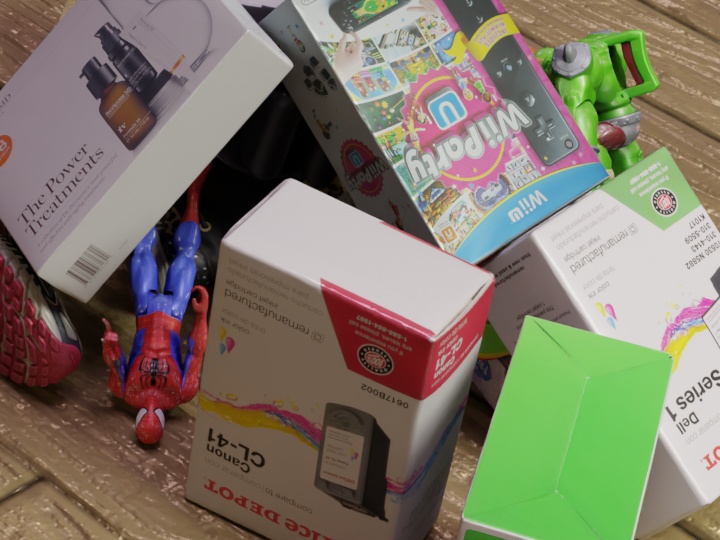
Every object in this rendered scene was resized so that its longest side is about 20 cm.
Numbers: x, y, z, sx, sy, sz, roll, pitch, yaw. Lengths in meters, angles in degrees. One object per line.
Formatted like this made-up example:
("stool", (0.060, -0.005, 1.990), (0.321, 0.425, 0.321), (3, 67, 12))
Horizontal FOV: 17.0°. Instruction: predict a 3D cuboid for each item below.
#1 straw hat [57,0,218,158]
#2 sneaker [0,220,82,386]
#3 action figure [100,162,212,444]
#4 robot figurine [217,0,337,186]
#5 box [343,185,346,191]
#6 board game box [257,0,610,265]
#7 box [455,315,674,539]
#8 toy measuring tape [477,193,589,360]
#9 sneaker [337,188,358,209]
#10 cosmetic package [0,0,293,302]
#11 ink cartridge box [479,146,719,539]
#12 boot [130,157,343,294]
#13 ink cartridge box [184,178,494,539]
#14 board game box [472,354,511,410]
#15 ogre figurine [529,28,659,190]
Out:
("straw hat", (-0.129, -0.147, 1.792), (0.200, 0.202, 0.085), (30, -4, 25))
("sneaker", (-0.221, -0.002, 1.571), (0.074, 0.081, 0.200), (-5, 38, -26))
("action figure", (-0.127, 0.007, 1.525), (0.065, 0.099, 0.202), (3, 65, -4))
("robot figurine", (-0.061, -0.145, 1.610), (0.124, 0.150, 0.201), (-33, 44, 9))
("box", (0.010, -0.051, 1.696), (0.199, 0.021, 0.164), (-22, 41, -7))
("board game box", (0.045, -0.105, 1.525), (0.147, 0.064, 0.201), (-31, 90, -34))
("box", (0.104, 0.159, 1.353), (0.096, 0.177, 0.200), (16, 35, 6))
("toy measuring tape", (0.108, 0.005, 1.590), (0.073, 0.074, 0.200), (33, 49, 28))
("sneaker", (0.000, 0.000, 1.586), (0.200, 0.105, 0.075), (-37, 75, -19))
("cosmetic package", (-0.153, -0.102, 1.511), (0.052, 0.200, 0.151), (34, 10, -43))
("ink cartridge box", (0.182, 0.046, 1.525), (0.144, 0.084, 0.201), (-32, 88, -39))
("boot", (-0.093, -0.066, 1.671), (0.152, 0.074, 0.204), (-12, 46, -4))
("ink cartridge box", (-0.016, 0.069, 1.424), (0.147, 0.201, 0.086), (24, 37, 17))
("board game box", (0.154, 0.033, 1.664), (0.198, 0.041, 0.200), (-9, 39, -25))
("ogre figurine", (0.173, -0.114, 1.769), (0.098, 0.121, 0.199), (-1, 10, 37))
